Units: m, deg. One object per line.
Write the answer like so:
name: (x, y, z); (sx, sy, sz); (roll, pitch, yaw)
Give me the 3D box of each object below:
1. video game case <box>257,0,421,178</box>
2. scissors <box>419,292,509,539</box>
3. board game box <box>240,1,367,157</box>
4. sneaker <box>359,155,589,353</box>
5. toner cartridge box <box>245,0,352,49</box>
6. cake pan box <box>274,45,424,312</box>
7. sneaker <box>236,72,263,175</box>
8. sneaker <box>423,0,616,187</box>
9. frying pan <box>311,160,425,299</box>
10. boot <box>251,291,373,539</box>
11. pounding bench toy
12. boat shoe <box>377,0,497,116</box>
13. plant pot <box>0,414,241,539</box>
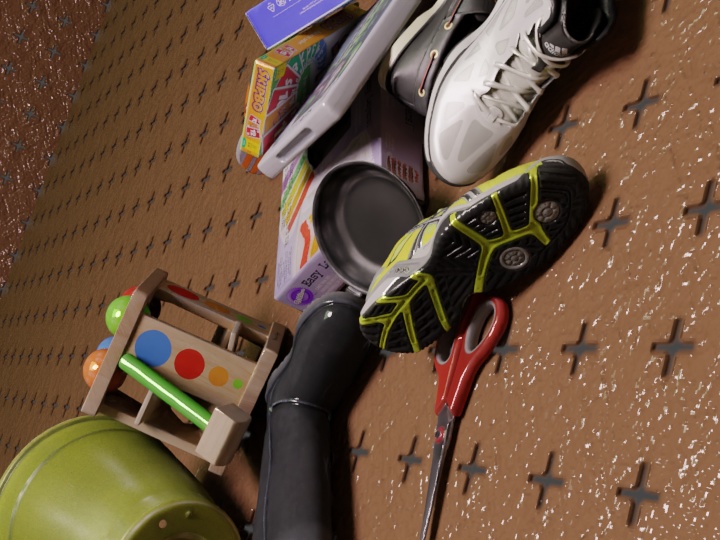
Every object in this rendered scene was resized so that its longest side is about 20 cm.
video game case: (-0.008, -0.185, 1.040); (0.200, 0.023, 0.182); (-57, 12, -22)
scissors: (0.058, 0.104, 0.822); (0.073, 0.014, 0.200); (6, 76, 63)
board game box: (-0.049, -0.189, 1.138); (0.200, 0.030, 0.096); (-48, -22, -51)
sneaker: (0.071, -0.024, 0.811); (0.200, 0.075, 0.077); (-36, 31, 32)
toner cartridge box: (-0.005, -0.281, 1.106); (0.200, 0.043, 0.095); (-27, 10, 21)
cake pan box: (-0.011, -0.087, 1.081); (0.184, 0.052, 0.200); (-43, 33, 40)
sneaker: (-0.086, -0.211, 1.309); (0.200, 0.077, 0.112); (-50, 30, 34)
sneaker: (0.110, -0.146, 0.821); (0.201, 0.076, 0.115); (-62, 10, 8)
frying pan: (0.014, 0.001, 0.962); (0.115, 0.031, 0.190); (8, 113, 36)
boot: (-0.038, 0.139, 0.915); (0.165, 0.066, 0.200); (118, 164, -44)
pounding bench toy: (-0.168, 0.092, 1.053); (0.200, 0.156, 0.124); (-95, 31, -81)
boat shoe: (0.097, -0.215, 0.956); (0.063, 0.074, 0.202); (39, 98, 30)
plant pot: (-0.207, 0.249, 1.063); (0.193, 0.200, 0.201); (10, 78, 53)
